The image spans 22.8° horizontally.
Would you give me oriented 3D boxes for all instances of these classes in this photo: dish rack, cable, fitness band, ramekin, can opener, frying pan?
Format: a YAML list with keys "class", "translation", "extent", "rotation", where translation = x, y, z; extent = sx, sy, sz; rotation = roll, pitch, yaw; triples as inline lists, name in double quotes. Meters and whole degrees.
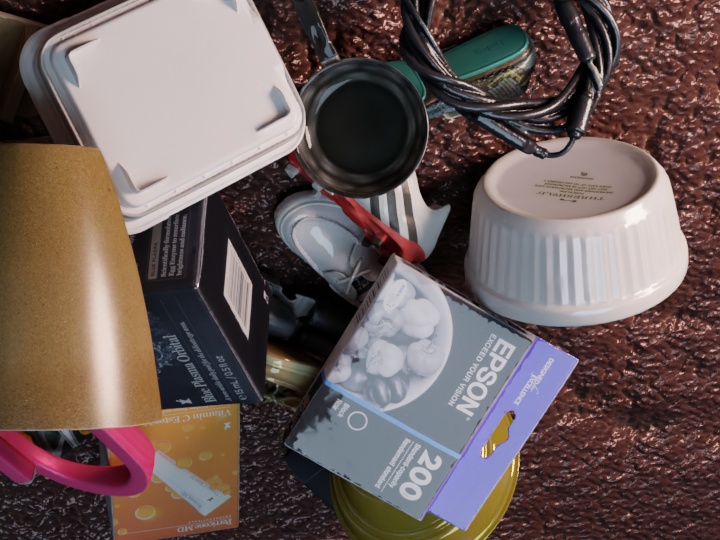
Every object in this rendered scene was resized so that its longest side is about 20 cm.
- class: "dish rack"
  translation: [-0.144, -0.140, 1.385]
  extent: [0.199, 0.043, 0.172]
  rotation: [-29, 95, -24]
- class: "cable"
  translation: [0.123, -0.197, 1.471]
  extent: [0.199, 0.051, 0.164]
  rotation: [30, 86, -13]
- class: "fitness band"
  translation: [-0.262, 0.144, 1.541]
  extent: [0.143, 0.038, 0.200]
  rotation: [-5, 146, 24]
- class: "ramekin"
  translation: [0.188, -0.042, 1.580]
  extent: [0.201, 0.203, 0.095]
  rotation: [-12, 120, -8]
- class: "can opener"
  translation: [-0.039, 0.059, 1.647]
  extent: [0.199, 0.067, 0.053]
  rotation: [22, 124, -16]
- class: "frying pan"
  translation: [-0.027, -0.143, 1.469]
  extent: [0.190, 0.031, 0.115]
  rotation: [45, 101, 0]

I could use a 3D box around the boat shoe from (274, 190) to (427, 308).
- class: "boat shoe"
  translation: [0.000, 0.000, 1.629]
  extent: [0.072, 0.069, 0.200]
  rotation: [-36, 131, 13]

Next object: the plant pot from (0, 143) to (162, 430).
- class: "plant pot"
  translation: [-0.237, 0.011, 1.308]
  extent: [0.185, 0.186, 0.201]
  rotation: [1, 88, -19]

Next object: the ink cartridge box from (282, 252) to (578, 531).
- class: "ink cartridge box"
  translation: [0.063, 0.117, 1.584]
  extent: [0.199, 0.043, 0.199]
  rotation: [29, 103, -11]

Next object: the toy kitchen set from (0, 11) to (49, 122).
- class: "toy kitchen set"
  translation: [-0.300, -0.118, 1.349]
  extent: [0.162, 0.181, 0.201]
  rotation: [13, 124, -23]

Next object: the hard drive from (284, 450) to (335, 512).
- class: "hard drive"
  translation: [0.038, 0.179, 1.810]
  extent: [0.199, 0.042, 0.135]
  rotation: [-34, 131, 11]

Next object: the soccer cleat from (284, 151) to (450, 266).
- class: "soccer cleat"
  translation: [0.002, -0.087, 1.566]
  extent: [0.200, 0.068, 0.085]
  rotation: [46, 69, -25]

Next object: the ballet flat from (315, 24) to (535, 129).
- class: "ballet flat"
  translation: [0.057, -0.148, 1.527]
  extent: [0.199, 0.074, 0.075]
  rotation: [-16, 132, -3]

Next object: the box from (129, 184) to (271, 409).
- class: "box"
  translation: [-0.195, 0.025, 1.492]
  extent: [0.199, 0.118, 0.197]
  rotation: [-5, 148, 12]

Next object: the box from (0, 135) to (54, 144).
- class: "box"
  translation: [-0.332, -0.077, 1.475]
  extent: [0.199, 0.042, 0.039]
  rotation: [-7, 131, -12]

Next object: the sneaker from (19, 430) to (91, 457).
- class: "sneaker"
  translation: [-0.295, 0.096, 1.618]
  extent: [0.077, 0.078, 0.201]
  rotation: [-22, 137, -15]

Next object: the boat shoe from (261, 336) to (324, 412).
- class: "boat shoe"
  translation: [-0.055, 0.110, 1.656]
  extent: [0.063, 0.073, 0.200]
  rotation: [-61, 151, -2]

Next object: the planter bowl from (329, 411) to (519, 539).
- class: "planter bowl"
  translation: [0.043, 0.174, 1.686]
  extent: [0.200, 0.201, 0.083]
  rotation: [-33, 149, 11]

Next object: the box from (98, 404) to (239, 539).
- class: "box"
  translation: [-0.181, 0.148, 1.675]
  extent: [0.124, 0.098, 0.201]
  rotation: [-7, 131, -12]
